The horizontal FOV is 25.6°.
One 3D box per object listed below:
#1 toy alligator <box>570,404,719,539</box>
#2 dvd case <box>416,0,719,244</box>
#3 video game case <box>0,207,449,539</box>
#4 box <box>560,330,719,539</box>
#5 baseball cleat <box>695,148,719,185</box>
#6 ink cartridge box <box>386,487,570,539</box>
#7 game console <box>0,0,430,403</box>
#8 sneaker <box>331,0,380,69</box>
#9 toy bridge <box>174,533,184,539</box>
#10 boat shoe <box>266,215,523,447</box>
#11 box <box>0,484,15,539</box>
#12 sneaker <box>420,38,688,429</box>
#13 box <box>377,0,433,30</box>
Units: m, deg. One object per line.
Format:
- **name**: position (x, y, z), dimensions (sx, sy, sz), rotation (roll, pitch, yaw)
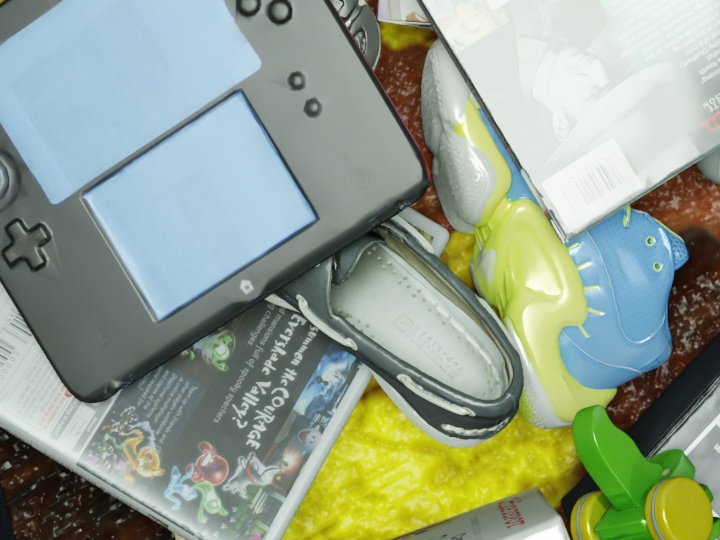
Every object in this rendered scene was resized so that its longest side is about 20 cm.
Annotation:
- **toy alligator**: position (0.144, 0.147, 0.672), dimensions (0.054, 0.059, 0.202), rotation (-19, 87, -37)
- **dvd case**: position (0.102, -0.135, 0.727), dimensions (0.145, 0.022, 0.201), rotation (-32, 90, 4)
- **video game case**: position (-0.078, 0.018, 0.780), dimensions (0.180, 0.023, 0.201), rotation (30, 69, 2)
- **box**: position (0.231, 0.114, 0.750), dimensions (0.200, 0.123, 0.199), rotation (44, 91, 4)
- **baseball cleat**: position (0.171, -0.147, 0.777), dimensions (0.105, 0.070, 0.203), rotation (16, 100, 27)
- **ink cartridge box**: position (0.012, 0.178, 0.748), dimensions (0.198, 0.145, 0.084), rotation (-19, 87, 1)
- **game console**: position (-0.092, -0.062, 0.720), dimensions (0.199, 0.031, 0.178), rotation (-32, 87, 9)
- **sneaker**: position (-0.086, -0.093, 0.774), dimensions (0.197, 0.079, 0.075), rotation (-7, 92, 5)
- **toy bridge**: position (-0.126, 0.070, 0.812), dimensions (0.067, 0.027, 0.202), rotation (-28, 89, 0)
- **boat shoe**: position (0.000, 0.000, 0.754), dimensions (0.199, 0.060, 0.076), rotation (38, 70, 5)
- **box**: position (-0.257, 0.073, 0.732), dimensions (0.116, 0.197, 0.203), rotation (-15, 89, 3)
- **sneaker**: position (0.099, -0.028, 0.787), dimensions (0.104, 0.076, 0.202), rotation (-18, 100, -7)
- **box**: position (0.038, -0.219, 0.768), dimensions (0.038, 0.041, 0.203), rotation (6, 98, 22)
